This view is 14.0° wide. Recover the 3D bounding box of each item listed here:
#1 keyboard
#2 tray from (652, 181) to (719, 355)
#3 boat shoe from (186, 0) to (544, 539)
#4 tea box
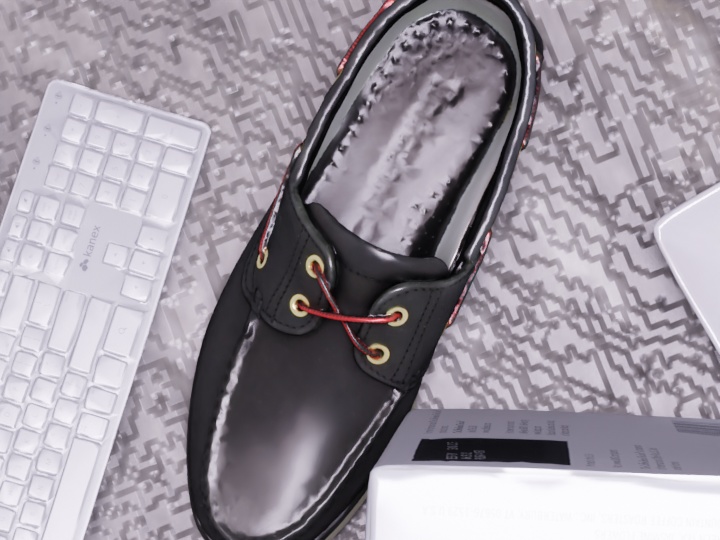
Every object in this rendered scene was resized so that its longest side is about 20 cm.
[{"bbox_3d":[-0.102,0.037,0.930,0.056,0.011,0.201,15,74,6],"label":"keyboard"},{"bbox_3d":[0.186,0.046,0.924,0.107,0.022,0.201,-30,83,1],"label":"tray"},{"bbox_3d":[-0.003,-0.001,0.923,0.073,0.063,0.202,25,87,4],"label":"boat shoe"},{"bbox_3d":[0.068,0.145,0.822,0.133,0.200,0.198,3,92,4],"label":"tea box"}]
